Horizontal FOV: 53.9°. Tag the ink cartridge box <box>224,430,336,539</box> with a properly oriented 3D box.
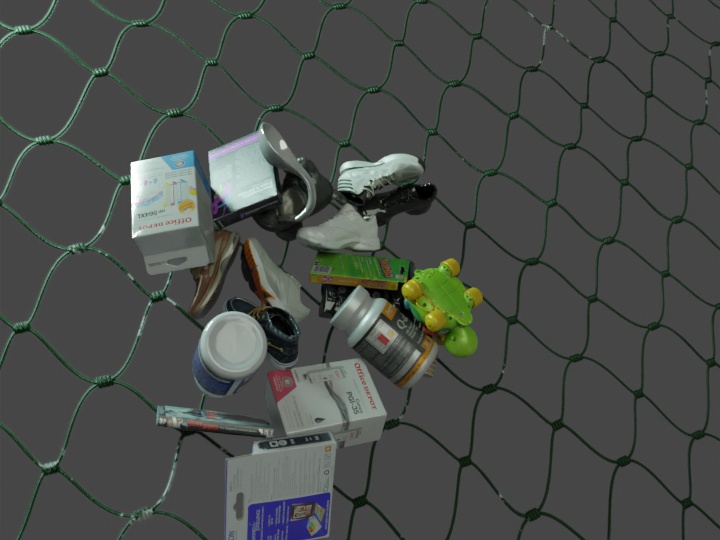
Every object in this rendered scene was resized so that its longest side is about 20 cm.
[{"bbox_3d":[-0.144,0.387,1.230,0.197,0.043,0.202,-3,110,-23],"label":"ink cartridge box"}]

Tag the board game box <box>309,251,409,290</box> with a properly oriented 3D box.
[{"bbox_3d":[0.000,0.000,1.450,0.196,0.030,0.096,3,30,7],"label":"board game box"}]

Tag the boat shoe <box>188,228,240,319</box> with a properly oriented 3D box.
[{"bbox_3d":[-0.298,0.003,1.384,0.071,0.076,0.202,20,56,-4],"label":"boat shoe"}]

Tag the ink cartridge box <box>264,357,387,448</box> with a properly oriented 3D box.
[{"bbox_3d":[-0.067,0.253,1.326,0.197,0.084,0.148,-6,44,-21],"label":"ink cartridge box"}]

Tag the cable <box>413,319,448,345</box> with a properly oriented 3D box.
[{"bbox_3d":[0.121,0.137,1.484,0.198,0.050,0.098,-23,84,-27],"label":"cable"}]

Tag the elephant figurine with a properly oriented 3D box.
[{"bbox_3d":[-0.157,-0.128,1.466,0.153,0.142,0.202,17,65,35],"label":"elephant figurine"}]

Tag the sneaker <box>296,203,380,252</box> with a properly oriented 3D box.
[{"bbox_3d":[-0.048,-0.090,1.486,0.197,0.077,0.101,1,90,-35],"label":"sneaker"}]

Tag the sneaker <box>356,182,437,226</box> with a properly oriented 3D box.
[{"bbox_3d":[0.083,-0.158,1.572,0.197,0.091,0.077,-19,78,-24],"label":"sneaker"}]

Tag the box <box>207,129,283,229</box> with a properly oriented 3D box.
[{"bbox_3d":[-0.235,-0.189,1.430,0.141,0.036,0.202,-20,51,9],"label":"box"}]

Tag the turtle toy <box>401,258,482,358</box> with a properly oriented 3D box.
[{"bbox_3d":[0.165,0.081,1.408,0.144,0.101,0.201,-26,70,-31],"label":"turtle toy"}]

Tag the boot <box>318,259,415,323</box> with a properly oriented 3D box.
[{"bbox_3d":[0.015,0.037,1.489,0.196,0.066,0.167,7,53,-5],"label":"boot"}]

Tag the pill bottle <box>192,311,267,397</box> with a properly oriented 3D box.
[{"bbox_3d":[-0.239,0.159,1.264,0.114,0.200,0.118,8,65,-17],"label":"pill bottle"}]

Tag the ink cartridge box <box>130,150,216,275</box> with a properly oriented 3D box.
[{"bbox_3d":[-0.351,-0.099,1.333,0.126,0.126,0.203,-11,59,-2],"label":"ink cartridge box"}]

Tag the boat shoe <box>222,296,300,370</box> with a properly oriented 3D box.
[{"bbox_3d":[-0.184,0.093,1.340,0.199,0.092,0.070,38,43,25],"label":"boat shoe"}]

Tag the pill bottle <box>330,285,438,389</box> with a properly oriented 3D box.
[{"bbox_3d":[0.045,0.128,1.379,0.199,0.116,0.117,40,61,-4],"label":"pill bottle"}]

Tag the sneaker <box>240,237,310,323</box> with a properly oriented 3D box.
[{"bbox_3d":[-0.171,0.023,1.424,0.091,0.075,0.203,-22,85,-34],"label":"sneaker"}]

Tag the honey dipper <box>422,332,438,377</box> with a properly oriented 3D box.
[{"bbox_3d":[0.160,0.121,1.468,0.037,0.038,0.203,21,73,-10],"label":"honey dipper"}]

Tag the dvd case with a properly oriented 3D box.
[{"bbox_3d":[-0.258,0.266,1.246,0.196,0.146,0.022,9,84,-15],"label":"dvd case"}]

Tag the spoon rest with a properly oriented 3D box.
[{"bbox_3d":[-0.139,-0.199,1.378,0.060,0.099,0.203,-25,90,16],"label":"spoon rest"}]

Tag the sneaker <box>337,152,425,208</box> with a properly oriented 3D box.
[{"bbox_3d":[0.042,-0.184,1.530,0.197,0.076,0.117,-5,50,19],"label":"sneaker"}]
